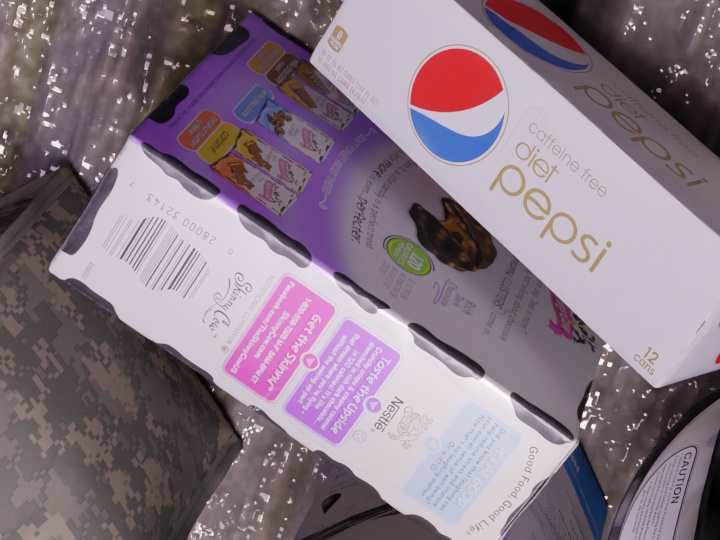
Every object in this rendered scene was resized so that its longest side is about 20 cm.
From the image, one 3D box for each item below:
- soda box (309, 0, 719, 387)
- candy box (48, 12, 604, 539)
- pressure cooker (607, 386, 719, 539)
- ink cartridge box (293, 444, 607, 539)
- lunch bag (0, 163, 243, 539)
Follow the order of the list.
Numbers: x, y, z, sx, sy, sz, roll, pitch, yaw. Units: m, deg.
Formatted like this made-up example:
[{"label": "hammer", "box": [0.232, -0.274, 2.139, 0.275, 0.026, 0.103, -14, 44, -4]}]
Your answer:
[{"label": "soda box", "box": [0.076, -0.047, 0.796, 0.200, 0.068, 0.064, 44, 119, 23]}, {"label": "candy box", "box": [0.000, 0.000, 0.821, 0.199, 0.168, 0.072, 34, 116, -1]}, {"label": "pressure cooker", "box": [0.193, 0.127, 0.792, 0.179, 0.176, 0.200, -43, 127, 11]}, {"label": "ink cartridge box", "box": [0.028, 0.135, 0.851, 0.115, 0.200, 0.068, -19, 106, 20]}, {"label": "lunch bag", "box": [-0.154, 0.075, 0.874, 0.117, 0.200, 0.165, -26, 105, 22]}]
